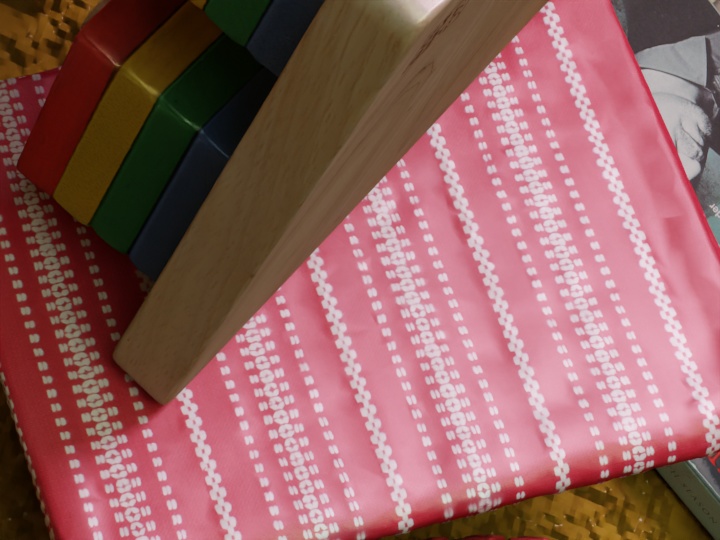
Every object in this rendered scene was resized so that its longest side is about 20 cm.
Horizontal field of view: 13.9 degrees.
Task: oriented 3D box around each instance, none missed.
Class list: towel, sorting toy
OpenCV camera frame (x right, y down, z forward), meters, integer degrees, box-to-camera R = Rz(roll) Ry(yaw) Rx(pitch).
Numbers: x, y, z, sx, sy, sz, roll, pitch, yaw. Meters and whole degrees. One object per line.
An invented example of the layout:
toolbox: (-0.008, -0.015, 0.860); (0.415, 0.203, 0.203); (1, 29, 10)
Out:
towel: (0.000, 0.000, 0.754); (0.200, 0.022, 0.145); (-12, 67, -20)
sorting toy: (0.014, -0.090, 0.674); (0.070, 0.200, 0.199); (41, 61, 3)

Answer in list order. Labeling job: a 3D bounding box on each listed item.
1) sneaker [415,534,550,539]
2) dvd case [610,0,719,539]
sneaker: (-0.006, 0.120, 0.745); (0.200, 0.079, 0.096); (-8, 90, -17)
dvd case: (0.125, -0.040, 0.857); (0.146, 0.022, 0.200); (49, 64, -11)
